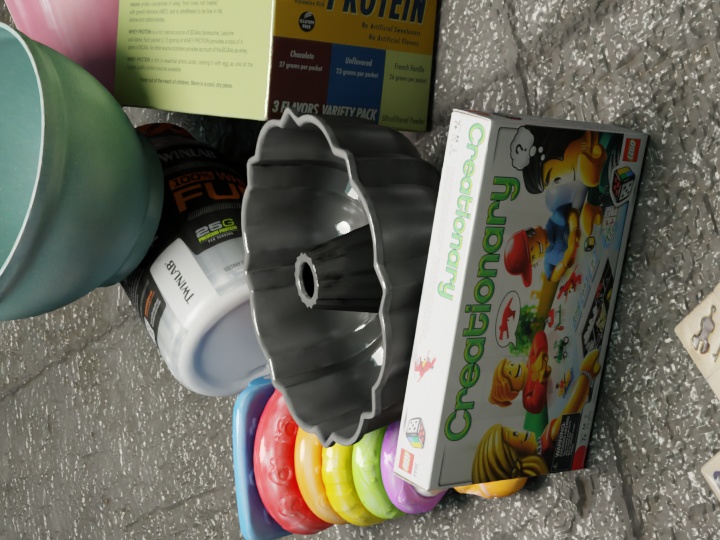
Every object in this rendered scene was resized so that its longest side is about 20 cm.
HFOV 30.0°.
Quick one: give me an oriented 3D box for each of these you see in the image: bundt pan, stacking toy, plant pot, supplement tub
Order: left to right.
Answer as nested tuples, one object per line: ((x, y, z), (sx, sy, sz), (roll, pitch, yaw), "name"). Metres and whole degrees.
((-0.222, -0.056, 0.932), (0.199, 0.134, 0.202), (-12, 73, 42), "plant pot")
((-0.196, -0.220, 1.057), (0.199, 0.199, 0.180), (2, 107, 51), "plant pot")
((-0.123, -0.014, 1.007), (0.200, 0.122, 0.123), (52, 128, 36), "supplement tub")
((0.000, 0.000, 0.808), (0.202, 0.075, 0.204), (33, 128, 57), "bundt pan")
((0.020, 0.121, 0.863), (0.199, 0.116, 0.111), (-2, 92, 40), "stacking toy")

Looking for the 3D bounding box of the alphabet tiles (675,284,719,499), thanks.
((0.235, 0.077, 0.645), (0.167, 0.008, 0.201), (-53, 52, 37), "alphabet tiles")

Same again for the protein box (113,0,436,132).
((-0.058, -0.203, 0.914), (0.198, 0.134, 0.202), (13, 100, 50), "protein box")

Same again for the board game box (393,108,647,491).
((0.089, 0.017, 0.742), (0.035, 0.126, 0.202), (22, 107, 49), "board game box")
